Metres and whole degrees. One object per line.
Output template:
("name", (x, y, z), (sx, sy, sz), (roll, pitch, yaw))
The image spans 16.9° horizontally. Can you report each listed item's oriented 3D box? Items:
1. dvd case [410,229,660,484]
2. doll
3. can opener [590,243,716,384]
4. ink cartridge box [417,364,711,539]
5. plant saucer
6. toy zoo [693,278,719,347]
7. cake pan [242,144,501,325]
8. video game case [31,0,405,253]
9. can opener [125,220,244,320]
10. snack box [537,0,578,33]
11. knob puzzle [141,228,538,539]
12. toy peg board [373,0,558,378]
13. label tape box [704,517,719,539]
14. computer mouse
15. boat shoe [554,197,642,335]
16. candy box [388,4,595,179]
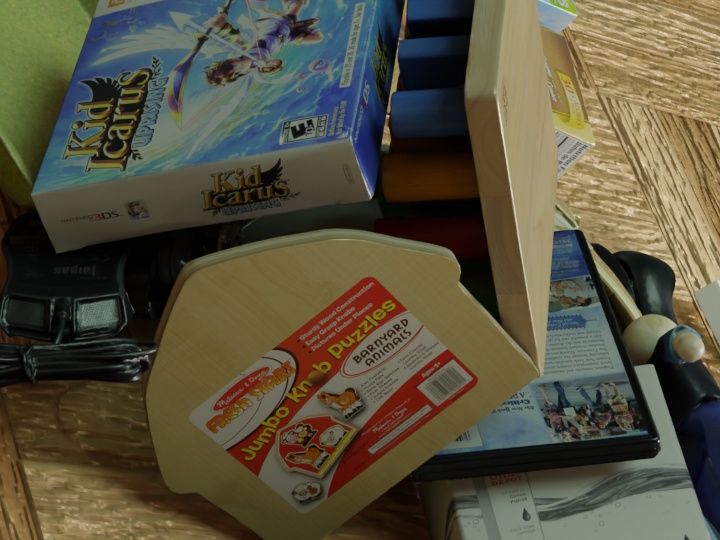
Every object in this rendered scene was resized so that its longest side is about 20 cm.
("dvd case", (0.084, 0.046, 1.420), (0.142, 0.018, 0.200), (-5, 38, -7))
("doll", (0.202, 0.099, 1.450), (0.048, 0.137, 0.200), (-11, 42, -13))
("can opener", (0.199, 0.060, 1.627), (0.078, 0.064, 0.200), (-9, 49, -22))
("ink cartridge box", (0.121, 0.162, 1.389), (0.146, 0.083, 0.201), (-7, 54, -9))
("plant saucer", (-0.182, -0.118, 1.432), (0.200, 0.048, 0.200), (-14, 66, -53))
("toy zoo", (0.276, 0.066, 1.680), (0.132, 0.020, 0.200), (63, 13, 4))
("cake pan", (0.000, 0.000, 1.418), (0.199, 0.037, 0.201), (4, 42, -4))
("video game case", (-0.074, -0.101, 1.336), (0.200, 0.180, 0.046), (-81, 155, -50))
("can opener", (-0.083, -0.057, 1.381), (0.064, 0.078, 0.201), (73, 30, -48))
("snack box", (0.064, -0.271, 1.840), (0.168, 0.068, 0.201), (19, 44, -34))
("knob puzzle", (-0.030, 0.047, 1.275), (0.219, 0.220, 0.031), (22, 27, -32))
("toy peg board", (0.048, -0.076, 1.348), (0.200, 0.097, 0.200), (-81, 164, -49))
("label tape box", (0.193, 0.191, 1.508), (0.143, 0.066, 0.201), (3, 55, -47))
("computer mouse", (-0.184, 0.024, 1.277), (0.140, 0.046, 0.200), (-3, 25, -10))
("boat shoe", (0.113, -0.021, 1.567), (0.200, 0.074, 0.066), (44, 39, -3))
("candy box", (0.069, -0.149, 1.730), (0.199, 0.055, 0.116), (21, 41, -32))
